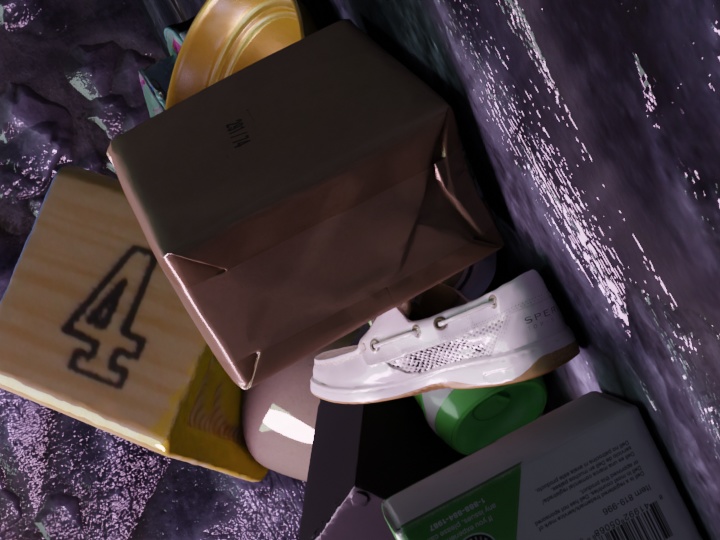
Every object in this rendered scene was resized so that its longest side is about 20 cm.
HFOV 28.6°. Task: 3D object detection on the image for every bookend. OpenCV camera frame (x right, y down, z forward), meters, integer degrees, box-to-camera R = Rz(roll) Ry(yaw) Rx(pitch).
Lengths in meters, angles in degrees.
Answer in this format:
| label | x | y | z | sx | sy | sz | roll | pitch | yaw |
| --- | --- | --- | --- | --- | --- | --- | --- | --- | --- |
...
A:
| label | x | y | z | sx | sy | sz | roll | pitch | yaw |
| --- | --- | --- | --- | --- | --- | --- | --- | --- | --- |
| bookend | 0.068 | 0.153 | 0.989 | 0.198 | 0.092 | 0.200 | 25 | -149 | -12 |

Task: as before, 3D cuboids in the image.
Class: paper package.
| label | x | y | z | sx | sy | sz | roll | pitch | yaw |
| --- | --- | --- | --- | --- | --- | --- | --- | --- | --- |
| paper package | -0.040 | -0.051 | 0.866 | 0.104 | 0.190 | 0.200 | 63 | 175 | -30 |

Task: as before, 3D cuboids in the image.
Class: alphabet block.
| label | x | y | z | sx | sy | sz | roll | pitch | yaw |
| --- | --- | --- | --- | --- | --- | --- | --- | --- | --- |
| alphabet block | -0.166 | 0.048 | 1.194 | 0.200 | 0.197 | 0.195 | 18 | 173 | 23 |

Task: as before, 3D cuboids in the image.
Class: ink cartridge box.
| label | x | y | z | sx | sy | sz | roll | pitch | yaw |
| --- | --- | --- | --- | --- | --- | --- | --- | --- | --- |
| ink cartridge box | 0.121 | 0.189 | 0.775 | 0.200 | 0.146 | 0.083 | 64 | 175 | -4 |

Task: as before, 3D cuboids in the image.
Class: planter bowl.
| label | x | y | z | sx | sy | sz | roll | pitch | yaw |
| --- | --- | --- | --- | --- | --- | --- | --- | --- | --- |
| planter bowl | -0.068 | -0.125 | 1.090 | 0.200 | 0.083 | 0.201 | -16 | 69 | 51 |

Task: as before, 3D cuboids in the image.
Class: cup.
| label | x | y | z | sx | sy | sz | roll | pitch | yaw |
| --- | --- | --- | --- | --- | --- | --- | --- | --- | --- |
| cup | 0.020 | 0.105 | 1.176 | 0.143 | 0.200 | 0.200 | 25 | 153 | 32 |

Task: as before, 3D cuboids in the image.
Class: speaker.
| label | x | y | z | sx | sy | sz | roll | pitch | yaw |
| --- | --- | --- | --- | --- | --- | --- | --- | --- | --- |
| speaker | 0.049 | 0.030 | 0.976 | 0.200 | 0.088 | 0.089 | 58 | 172 | 37 |

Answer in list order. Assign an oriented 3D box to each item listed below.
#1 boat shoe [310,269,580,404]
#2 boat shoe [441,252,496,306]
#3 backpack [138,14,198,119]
| label | x | y | z | sx | sy | sz | roll | pitch | yaw |
| --- | --- | --- | --- | --- | --- | --- | --- | --- | --- |
| boat shoe | 0.041 | 0.036 | 0.853 | 0.200 | 0.071 | 0.069 | -14 | 96 | 43 |
| boat shoe | 0.000 | 0.000 | 0.924 | 0.200 | 0.062 | 0.072 | -9 | 75 | 46 |
| backpack | -0.096 | -0.118 | 1.242 | 0.200 | 0.153 | 0.176 | 50 | 166 | 23 |
